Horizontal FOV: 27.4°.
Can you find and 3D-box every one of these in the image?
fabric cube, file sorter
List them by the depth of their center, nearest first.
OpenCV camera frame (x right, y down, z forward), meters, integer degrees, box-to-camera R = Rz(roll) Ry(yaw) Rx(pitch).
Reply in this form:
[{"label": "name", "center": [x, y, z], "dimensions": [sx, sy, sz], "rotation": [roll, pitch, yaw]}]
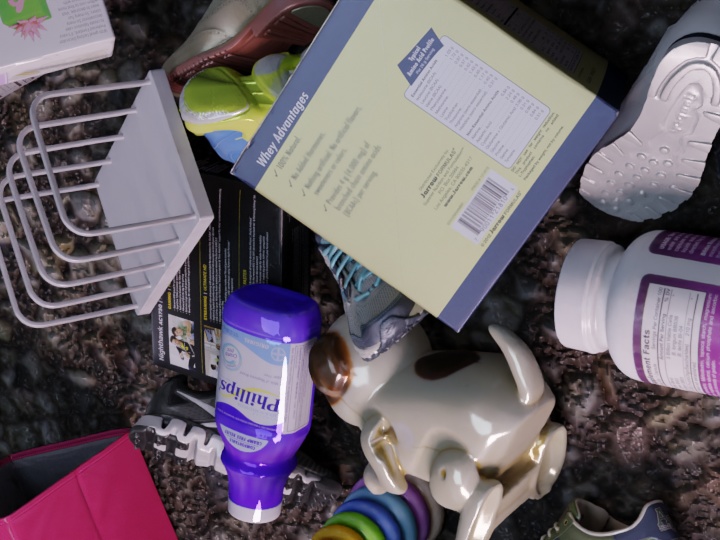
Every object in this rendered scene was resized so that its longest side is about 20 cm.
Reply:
[{"label": "file sorter", "center": [-0.227, -0.053, 1.247], "dimensions": [0.200, 0.124, 0.139], "rotation": [-47, 60, 56]}, {"label": "fabric cube", "center": [-0.308, 0.296, 1.451], "dimensions": [0.196, 0.200, 0.200], "rotation": [-16, 101, 34]}]

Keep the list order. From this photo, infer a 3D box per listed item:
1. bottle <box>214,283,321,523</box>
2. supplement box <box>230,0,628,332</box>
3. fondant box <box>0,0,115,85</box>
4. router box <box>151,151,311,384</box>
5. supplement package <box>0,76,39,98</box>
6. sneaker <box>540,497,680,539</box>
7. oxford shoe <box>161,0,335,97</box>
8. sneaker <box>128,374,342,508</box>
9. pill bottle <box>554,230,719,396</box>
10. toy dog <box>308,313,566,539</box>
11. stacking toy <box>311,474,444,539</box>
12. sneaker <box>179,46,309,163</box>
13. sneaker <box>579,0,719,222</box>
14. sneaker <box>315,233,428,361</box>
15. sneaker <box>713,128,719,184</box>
[{"label": "bottle", "center": [-0.082, 0.115, 1.247], "dimensions": [0.083, 0.065, 0.201], "rotation": [18, 112, 26]}, {"label": "supplement box", "center": [0.053, -0.106, 1.064], "dimensions": [0.199, 0.134, 0.200], "rotation": [35, 111, 0]}, {"label": "fondant box", "center": [-0.295, -0.254, 1.184], "dimensions": [0.058, 0.144, 0.201], "rotation": [147, 105, -76]}, {"label": "router box", "center": [-0.116, 0.004, 1.308], "dimensions": [0.149, 0.051, 0.201], "rotation": [15, 115, 29]}, {"label": "supplement package", "center": [-0.388, -0.209, 1.282], "dimensions": [0.199, 0.151, 0.152], "rotation": [-30, 90, -3]}, {"label": "sneaker", "center": [0.180, 0.232, 1.209], "dimensions": [0.200, 0.067, 0.090], "rotation": [-14, 81, 43]}, {"label": "oxford shoe", "center": [-0.098, -0.204, 1.223], "dimensions": [0.200, 0.071, 0.074], "rotation": [-25, 69, 37]}, {"label": "sneaker", "center": [-0.104, 0.149, 1.346], "dimensions": [0.199, 0.091, 0.067], "rotation": [20, 149, 0]}, {"label": "pill bottle", "center": [0.246, 0.031, 1.056], "dimensions": [0.199, 0.112, 0.113], "rotation": [10, 113, 29]}, {"label": "toy dog", "center": [0.049, 0.107, 1.184], "dimensions": [0.200, 0.139, 0.194], "rotation": [30, 142, 28]}, {"label": "stacking toy", "center": [-0.010, 0.237, 1.238], "dimensions": [0.085, 0.200, 0.086], "rotation": [12, 114, 28]}, {"label": "sneaker", "center": [-0.043, -0.130, 1.213], "dimensions": [0.199, 0.076, 0.105], "rotation": [-2, 151, 13]}, {"label": "sneaker", "center": [0.219, -0.112, 1.048], "dimensions": [0.076, 0.081, 0.200], "rotation": [22, 142, -6]}, {"label": "sneaker", "center": [0.000, 0.000, 1.140], "dimensions": [0.078, 0.200, 0.086], "rotation": [-40, 109, 8]}, {"label": "sneaker", "center": [0.288, -0.065, 0.992], "dimensions": [0.078, 0.201, 0.066], "rotation": [3, 153, -7]}]
